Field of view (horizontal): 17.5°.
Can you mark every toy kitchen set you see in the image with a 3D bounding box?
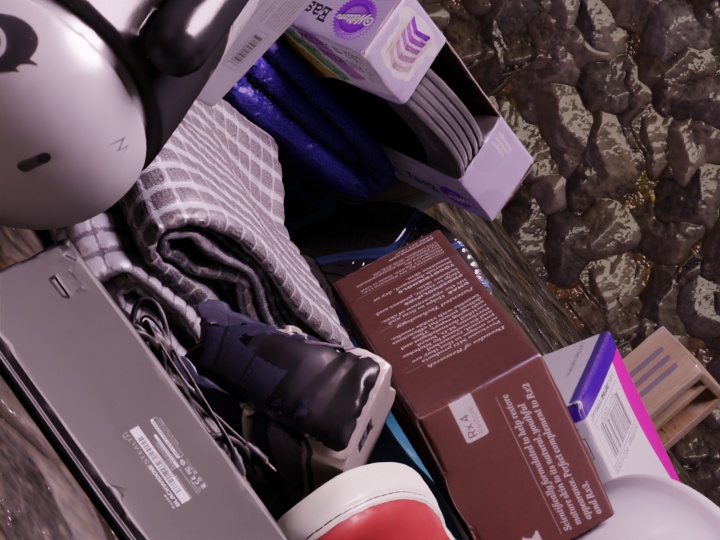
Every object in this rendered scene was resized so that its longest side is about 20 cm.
[{"bbox_3d":[0.188,0.161,1.545,0.200,0.180,0.163,53,8,32],"label":"toy kitchen set"}]

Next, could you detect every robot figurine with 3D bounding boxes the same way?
[{"bbox_3d":[-0.118,-0.110,0.972,0.125,0.200,0.150,32,-35,-3],"label":"robot figurine"}]

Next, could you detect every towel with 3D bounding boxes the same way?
[{"bbox_3d":[-0.087,-0.029,1.149,0.200,0.086,0.166,42,14,-55],"label":"towel"},{"bbox_3d":[-0.082,-0.109,1.332,0.200,0.050,0.148,24,-9,45],"label":"towel"}]

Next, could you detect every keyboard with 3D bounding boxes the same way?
[{"bbox_3d":[-0.083,0.082,0.928,0.200,0.040,0.104,55,31,5],"label":"keyboard"}]

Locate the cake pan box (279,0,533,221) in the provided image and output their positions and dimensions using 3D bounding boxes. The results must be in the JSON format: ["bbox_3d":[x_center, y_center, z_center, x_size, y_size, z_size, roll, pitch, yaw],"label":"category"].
[{"bbox_3d":[-0.012,-0.119,1.317,0.200,0.052,0.184,27,-11,36],"label":"cake pan box"}]

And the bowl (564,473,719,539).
[{"bbox_3d":[0.123,0.207,1.149,0.090,0.201,0.201,-11,52,-32],"label":"bowl"}]

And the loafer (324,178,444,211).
[{"bbox_3d":[-0.002,-0.068,1.431,0.075,0.200,0.070,-30,108,-59],"label":"loafer"}]

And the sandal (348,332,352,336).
[{"bbox_3d":[-0.012,0.029,1.463,0.200,0.045,0.075,38,-32,51],"label":"sandal"}]

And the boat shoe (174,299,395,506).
[{"bbox_3d":[-0.038,0.063,1.084,0.093,0.075,0.200,24,-17,6],"label":"boat shoe"}]

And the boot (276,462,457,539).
[{"bbox_3d":[0.037,0.172,1.050,0.144,0.072,0.200,59,6,28],"label":"boot"}]

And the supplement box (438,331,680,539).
[{"bbox_3d":[0.131,0.155,1.326,0.200,0.103,0.101,62,24,-12],"label":"supplement box"}]

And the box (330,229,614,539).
[{"bbox_3d":[0.053,0.062,1.198,0.100,0.075,0.200,64,-1,-23],"label":"box"}]

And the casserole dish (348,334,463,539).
[{"bbox_3d":[0.032,0.117,1.367,0.200,0.039,0.121,47,10,-42],"label":"casserole dish"}]

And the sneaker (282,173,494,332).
[{"bbox_3d":[0.000,0.000,1.377,0.200,0.076,0.077,29,-20,28],"label":"sneaker"}]

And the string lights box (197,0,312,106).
[{"bbox_3d":[-0.102,-0.184,1.116,0.200,0.103,0.059,50,12,30],"label":"string lights box"}]
